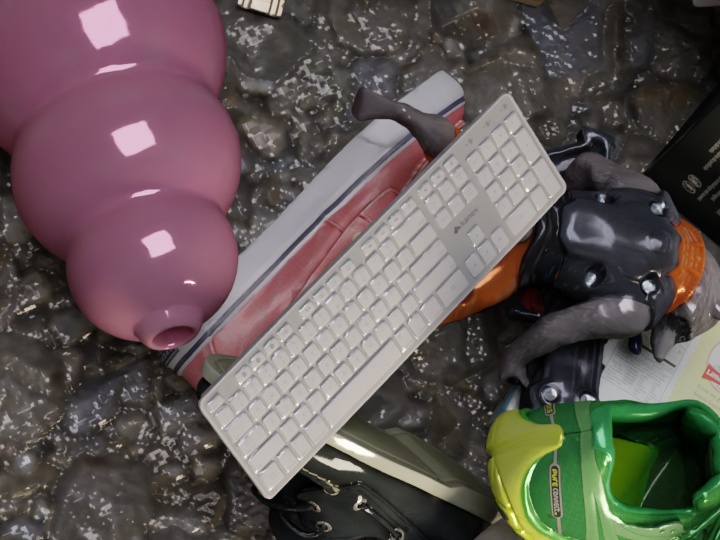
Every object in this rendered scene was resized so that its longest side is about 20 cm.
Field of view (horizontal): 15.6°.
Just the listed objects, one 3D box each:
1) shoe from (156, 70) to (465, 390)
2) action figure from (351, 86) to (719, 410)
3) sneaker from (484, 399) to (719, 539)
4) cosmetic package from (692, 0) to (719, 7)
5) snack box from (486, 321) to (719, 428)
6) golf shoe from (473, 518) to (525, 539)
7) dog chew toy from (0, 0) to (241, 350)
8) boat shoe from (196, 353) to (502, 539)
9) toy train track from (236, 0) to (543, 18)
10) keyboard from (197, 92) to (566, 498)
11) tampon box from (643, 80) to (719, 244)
[{"bbox_3d":[0.000,0.000,1.257,0.091,0.071,0.200,44,73,2],"label":"shoe"},{"bbox_3d":[0.085,0.014,1.208,0.192,0.105,0.201,7,73,-23],"label":"action figure"},{"bbox_3d":[0.142,0.104,1.177,0.199,0.083,0.075,20,59,-44],"label":"sneaker"},{"bbox_3d":[0.191,-0.253,1.311,0.151,0.051,0.201,-42,122,-49],"label":"cosmetic package"},{"bbox_3d":[0.175,0.078,1.289,0.199,0.037,0.117,32,68,-2],"label":"snack box"},{"bbox_3d":[0.031,0.189,1.162,0.072,0.092,0.200,32,80,21],"label":"golf shoe"},{"bbox_3d":[-0.111,-0.057,1.205,0.124,0.125,0.201,-9,64,-17],"label":"dog chew toy"},{"bbox_3d":[-0.013,0.097,1.182,0.074,0.199,0.066,38,97,39],"label":"boat shoe"},{"bbox_3d":[0.003,-0.176,1.332,0.199,0.033,0.115,15,69,-10],"label":"toy train track"},{"bbox_3d":[0.012,0.009,1.120,0.200,0.011,0.056,-45,112,-21],"label":"keyboard"},{"bbox_3d":[0.275,-0.053,1.309,0.200,0.126,0.150,41,68,1],"label":"tampon box"}]
